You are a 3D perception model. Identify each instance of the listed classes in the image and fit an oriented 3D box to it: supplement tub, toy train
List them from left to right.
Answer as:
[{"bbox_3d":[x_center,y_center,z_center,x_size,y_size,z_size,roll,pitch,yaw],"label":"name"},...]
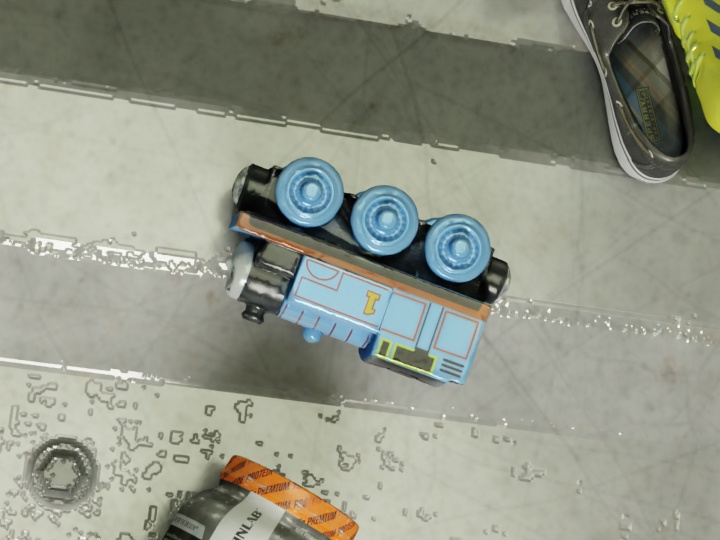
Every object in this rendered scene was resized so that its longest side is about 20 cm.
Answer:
[{"bbox_3d":[-0.088,0.227,1.170,0.122,0.123,0.201,30,79,-6],"label":"supplement tub"},{"bbox_3d":[0.000,0.000,1.238,0.199,0.087,0.115,20,85,-9],"label":"toy train"}]

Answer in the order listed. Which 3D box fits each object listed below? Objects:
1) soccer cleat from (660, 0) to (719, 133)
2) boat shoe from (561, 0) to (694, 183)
[{"bbox_3d":[0.239,-0.169,1.281,0.083,0.065,0.201,17,47,-11],"label":"soccer cleat"},{"bbox_3d":[0.191,-0.162,1.304,0.069,0.066,0.202,-11,85,-13],"label":"boat shoe"}]
